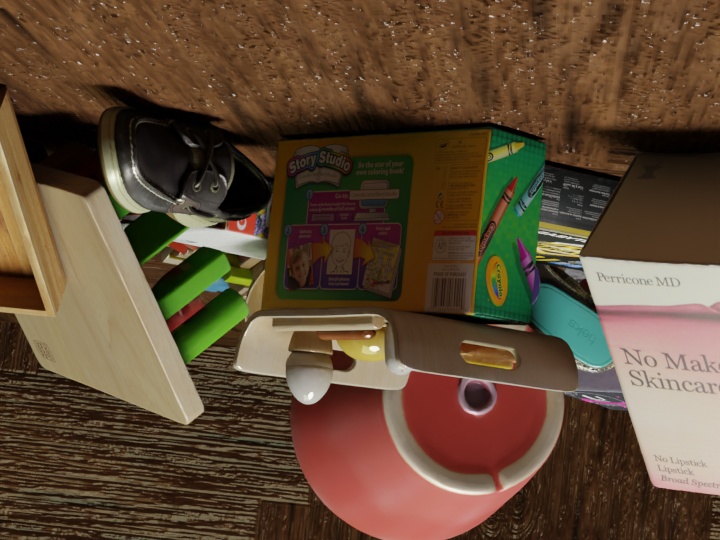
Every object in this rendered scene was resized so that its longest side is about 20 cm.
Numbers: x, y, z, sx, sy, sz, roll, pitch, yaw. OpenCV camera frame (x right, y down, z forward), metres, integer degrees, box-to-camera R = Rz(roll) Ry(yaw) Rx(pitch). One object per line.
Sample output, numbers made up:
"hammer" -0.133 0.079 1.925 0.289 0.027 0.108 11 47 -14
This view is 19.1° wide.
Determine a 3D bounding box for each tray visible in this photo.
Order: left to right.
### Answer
"tray" -0.269 -0.048 1.455 0.098 0.037 0.200 5 142 10

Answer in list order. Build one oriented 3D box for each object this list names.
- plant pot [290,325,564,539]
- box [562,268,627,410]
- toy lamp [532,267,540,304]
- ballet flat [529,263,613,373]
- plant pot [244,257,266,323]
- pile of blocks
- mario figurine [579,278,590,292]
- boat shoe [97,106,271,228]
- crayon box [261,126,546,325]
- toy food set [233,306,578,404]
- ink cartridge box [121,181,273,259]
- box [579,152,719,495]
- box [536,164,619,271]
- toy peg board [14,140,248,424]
"plant pot" 0.062 0.106 1.632 0.200 0.201 0.177 8 168 -13
"box" 0.274 0.051 1.805 0.199 0.133 0.115 1 169 38
"toy lamp" 0.039 0.005 1.547 0.199 0.058 0.058 3 173 39
"ballet flat" 0.122 0.007 1.664 0.200 0.068 0.075 37 -173 -13
"plant pot" 0.000 0.000 1.697 0.199 0.028 0.200 -15 149 -9
"pile of blocks" -0.131 -0.013 1.860 0.062 0.082 0.200 11 173 -38
"mario figurine" 0.243 -0.003 1.696 0.106 0.124 0.200 -34 -172 -32
"boat shoe" -0.115 -0.071 1.420 0.065 0.074 0.200 -7 174 16
"crayon box" 0.025 -0.028 1.402 0.199 0.119 0.058 0 172 45
"toy food set" 0.027 0.063 1.390 0.143 0.061 0.200 10 174 -33
"ink cartridge box" -0.110 -0.047 1.685 0.199 0.051 0.109 13 171 -41
"box" 0.234 0.036 1.344 0.127 0.109 0.200 3 131 33
"box" 0.145 -0.036 1.538 0.199 0.050 0.159 10 174 -33
"toy peg board" -0.185 -0.013 1.572 0.098 0.201 0.199 -38 -147 -28
